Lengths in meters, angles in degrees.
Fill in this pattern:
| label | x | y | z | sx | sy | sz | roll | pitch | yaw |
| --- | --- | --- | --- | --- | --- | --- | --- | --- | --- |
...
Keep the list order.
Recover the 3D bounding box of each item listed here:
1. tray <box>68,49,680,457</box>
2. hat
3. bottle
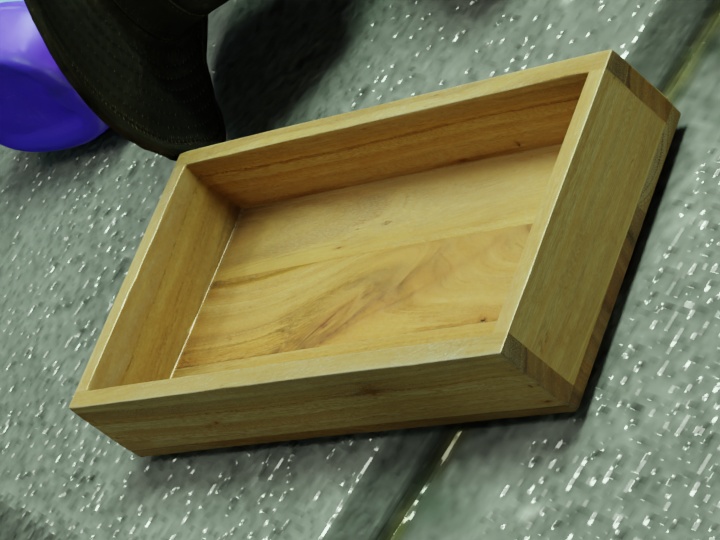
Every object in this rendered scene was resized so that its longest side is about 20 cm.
| label | x | y | z | sx | sy | sz | roll | pitch | yaw |
| --- | --- | --- | --- | --- | --- | --- | --- | --- | --- |
| tray | 0.000 | 0.000 | 0.832 | 0.200 | 0.037 | 0.099 | -11 | 50 | 49 |
| hat | -0.064 | -0.142 | 0.933 | 0.081 | 0.201 | 0.201 | -22 | 39 | 15 |
| bottle | -0.097 | -0.143 | 1.076 | 0.083 | 0.065 | 0.201 | -10 | 51 | 47 |
